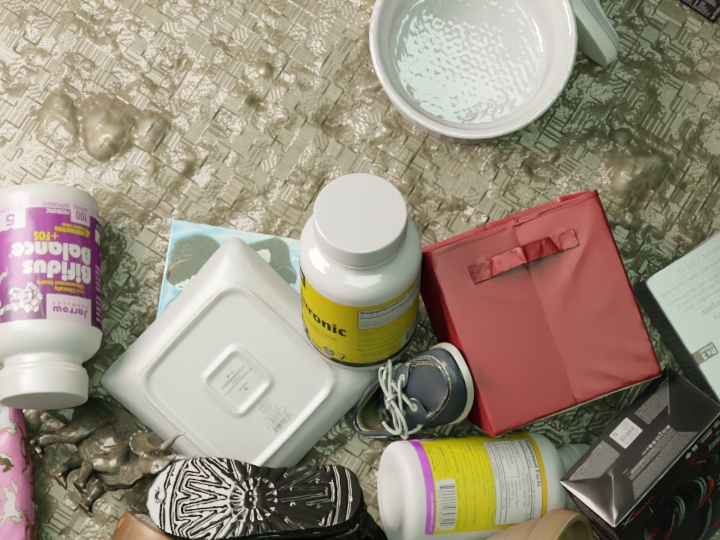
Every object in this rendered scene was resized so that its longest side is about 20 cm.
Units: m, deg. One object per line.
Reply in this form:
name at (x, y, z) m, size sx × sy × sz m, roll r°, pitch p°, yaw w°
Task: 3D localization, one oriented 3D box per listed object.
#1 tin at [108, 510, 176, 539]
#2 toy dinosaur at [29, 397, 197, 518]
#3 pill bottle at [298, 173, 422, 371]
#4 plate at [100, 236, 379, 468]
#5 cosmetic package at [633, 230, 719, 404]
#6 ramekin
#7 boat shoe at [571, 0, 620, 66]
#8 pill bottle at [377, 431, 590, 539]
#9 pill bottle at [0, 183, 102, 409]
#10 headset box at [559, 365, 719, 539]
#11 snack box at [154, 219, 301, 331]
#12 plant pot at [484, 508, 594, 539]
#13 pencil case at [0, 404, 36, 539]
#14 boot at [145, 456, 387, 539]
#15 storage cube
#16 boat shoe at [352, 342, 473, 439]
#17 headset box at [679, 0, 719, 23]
tin at (-0.140, 0.283, 1.571) m, size 0.200 × 0.112 × 0.042 m, roll 28°, pitch 90°, yaw 1°
toy dinosaur at (-0.249, 0.168, 1.608) m, size 0.102 × 0.077 × 0.200 m, roll -38°, pitch 49°, yaw -23°
pill bottle at (0.000, 0.000, 1.507) m, size 0.111 × 0.200 × 0.111 m, roll 0°, pitch 59°, yaw 0°
plate at (-0.116, 0.105, 1.606) m, size 0.200 × 0.032 × 0.200 m, roll 43°, pitch 95°, yaw -4°
cosmetic package at (0.362, 0.072, 1.625) m, size 0.102 × 0.074 × 0.200 m, roll -33°, pitch 84°, yaw -4°
ramekin at (0.108, -0.219, 1.642) m, size 0.200 × 0.098 × 0.201 m, roll 0°, pitch 84°, yaw 0°
boat shoe at (0.209, -0.299, 1.672) m, size 0.068 × 0.072 × 0.200 m, roll -33°, pitch 76°, yaw -5°
pill bottle at (0.124, 0.207, 1.580) m, size 0.200 × 0.104 × 0.104 m, roll -2°, pitch 83°, yaw -17°
pill bottle at (-0.302, 0.027, 1.586) m, size 0.112 × 0.112 × 0.200 m, roll -4°, pitch 75°, yaw -1°
headset box at (0.285, 0.202, 1.559) m, size 0.149 × 0.200 × 0.075 m, roll -45°, pitch 53°, yaw -7°
snack box at (-0.095, 0.023, 1.640) m, size 0.200 × 0.037 × 0.116 m, roll 9°, pitch 85°, yaw 0°
plant pot at (0.137, 0.307, 1.512) m, size 0.093 × 0.201 × 0.201 m, roll 12°, pitch 83°, yaw 25°
pencil case at (-0.357, 0.220, 1.592) m, size 0.086 × 0.083 × 0.200 m, roll -10°, pitch 84°, yaw 16°
boot at (-0.084, 0.242, 1.562) m, size 0.211 × 0.158 × 0.080 m, roll 2°, pitch 62°, yaw 10°
storage cube at (0.159, 0.038, 1.568) m, size 0.171 × 0.200 × 0.180 m, roll -20°, pitch 91°, yaw -4°
boat shoe at (0.045, 0.116, 1.549) m, size 0.062 × 0.200 × 0.075 m, roll -15°, pitch 83°, yaw -22°
headset box at (0.299, -0.343, 1.633) m, size 0.200 × 0.149 × 0.077 m, roll 35°, pitch 84°, yaw 4°
